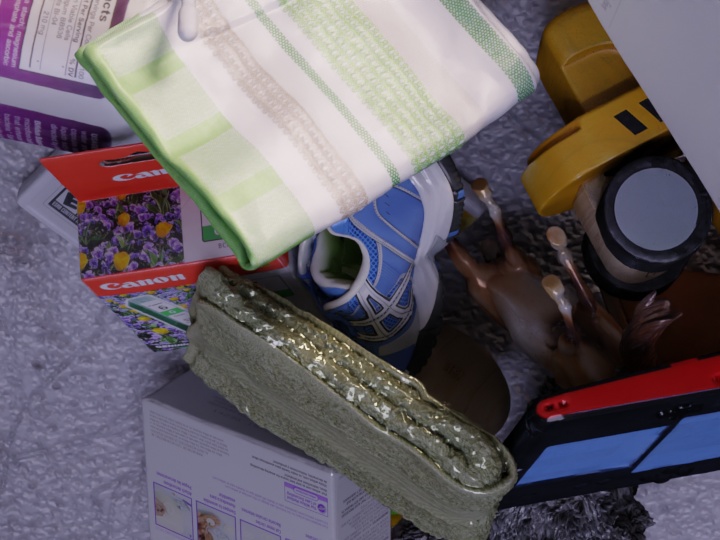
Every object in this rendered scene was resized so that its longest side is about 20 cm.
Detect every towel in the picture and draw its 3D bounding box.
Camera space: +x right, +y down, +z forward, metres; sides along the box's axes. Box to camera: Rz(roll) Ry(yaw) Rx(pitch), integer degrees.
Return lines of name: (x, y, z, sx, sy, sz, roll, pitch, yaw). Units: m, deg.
towel: (-0.022, -0.103, 1.271, 0.149, 0.200, 0.031, 49, 149, 12)
towel: (-0.010, 0.077, 1.361, 0.200, 0.036, 0.148, 32, 161, 8)

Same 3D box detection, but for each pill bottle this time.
pill bottle: (-0.151, -0.119, 1.329, 0.200, 0.112, 0.112, 13, 126, 3)

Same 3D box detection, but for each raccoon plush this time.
raccoon plush: (0.082, 0.125, 1.513, 0.200, 0.097, 0.134, -18, 122, 15)

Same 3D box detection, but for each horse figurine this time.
horse figurine: (0.101, 0.017, 1.367, 0.050, 0.200, 0.133, -41, 131, -12)

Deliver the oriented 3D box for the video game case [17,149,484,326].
video game case: (-0.063, -0.041, 1.447, 0.200, 0.023, 0.182, 37, 120, -20)

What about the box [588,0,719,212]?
box: (0.216, -0.110, 1.178, 0.131, 0.199, 0.200, -30, 82, -7)

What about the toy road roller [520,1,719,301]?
toy road roller: (0.177, -0.086, 1.338, 0.200, 0.123, 0.146, -27, 81, -5)

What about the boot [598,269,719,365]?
boot: (0.231, 0.014, 1.442, 0.155, 0.074, 0.200, -29, 129, 22)

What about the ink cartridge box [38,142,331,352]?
ink cartridge box: (-0.090, -0.012, 1.361, 0.109, 0.050, 0.200, -8, 160, 10)

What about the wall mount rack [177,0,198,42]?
wall mount rack: (-0.056, -0.214, 1.246, 0.200, 0.075, 0.174, -28, 80, 21)

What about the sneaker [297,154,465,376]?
sneaker: (0.000, 0.000, 1.375, 0.077, 0.076, 0.200, -25, 146, -22)

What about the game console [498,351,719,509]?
game console: (0.158, 0.086, 1.361, 0.177, 0.031, 0.200, -13, 163, -12)

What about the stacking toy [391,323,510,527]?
stacking toy: (0.007, 0.123, 1.529, 0.085, 0.085, 0.200, 25, 127, -14)

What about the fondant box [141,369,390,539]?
fondant box: (-0.055, 0.170, 1.521, 0.144, 0.058, 0.200, 19, 123, 32)
